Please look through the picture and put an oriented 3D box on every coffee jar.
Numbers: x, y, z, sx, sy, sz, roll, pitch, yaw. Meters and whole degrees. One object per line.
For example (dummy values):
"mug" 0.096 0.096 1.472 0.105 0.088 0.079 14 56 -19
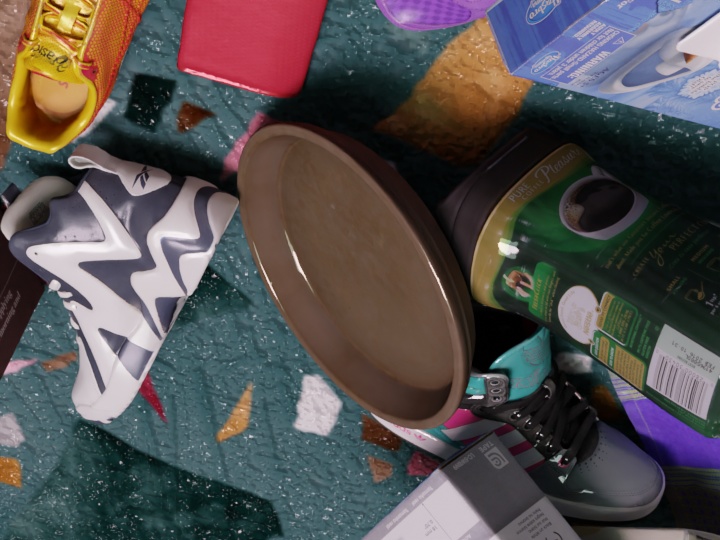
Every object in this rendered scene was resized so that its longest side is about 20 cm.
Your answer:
"coffee jar" 0.140 0.002 1.121 0.200 0.104 0.085 32 139 24

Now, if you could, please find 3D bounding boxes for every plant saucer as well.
"plant saucer" 0.000 0.000 1.183 0.200 0.029 0.200 41 149 31

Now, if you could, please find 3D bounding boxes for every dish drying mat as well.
"dish drying mat" -0.048 -0.181 1.113 0.077 0.018 0.200 17 131 -1

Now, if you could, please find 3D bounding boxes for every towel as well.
"towel" 0.231 0.119 1.254 0.144 0.023 0.200 11 139 41

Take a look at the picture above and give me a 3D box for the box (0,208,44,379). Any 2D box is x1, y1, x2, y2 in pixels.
"box" -0.324 0.001 1.242 0.164 0.166 0.200 -8 127 22

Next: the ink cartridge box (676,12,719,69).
"ink cartridge box" 0.261 -0.094 1.004 0.200 0.067 0.117 10 145 -45

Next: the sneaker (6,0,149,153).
"sneaker" -0.150 -0.146 1.131 0.073 0.077 0.200 18 130 1

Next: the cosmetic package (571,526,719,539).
"cosmetic package" 0.139 0.201 1.297 0.200 0.071 0.105 -3 165 36

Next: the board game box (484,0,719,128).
"board game box" 0.198 -0.146 0.989 0.199 0.043 0.200 7 147 -46

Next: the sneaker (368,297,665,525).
"sneaker" 0.106 0.073 1.245 0.200 0.084 0.121 23 140 3

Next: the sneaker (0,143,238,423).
"sneaker" -0.170 0.001 1.263 0.130 0.080 0.199 29 135 -4

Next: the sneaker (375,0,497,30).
"sneaker" 0.089 -0.166 1.043 0.200 0.089 0.081 -18 124 29

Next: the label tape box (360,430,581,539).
"label tape box" 0.086 0.218 1.224 0.200 0.063 0.144 50 130 9
